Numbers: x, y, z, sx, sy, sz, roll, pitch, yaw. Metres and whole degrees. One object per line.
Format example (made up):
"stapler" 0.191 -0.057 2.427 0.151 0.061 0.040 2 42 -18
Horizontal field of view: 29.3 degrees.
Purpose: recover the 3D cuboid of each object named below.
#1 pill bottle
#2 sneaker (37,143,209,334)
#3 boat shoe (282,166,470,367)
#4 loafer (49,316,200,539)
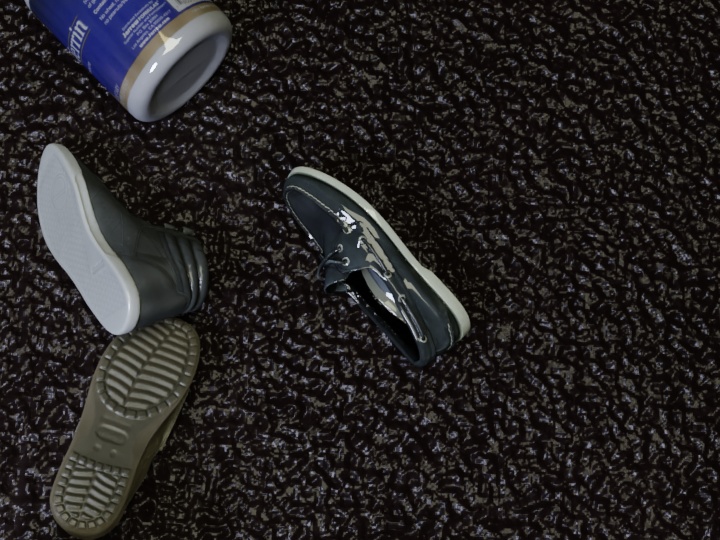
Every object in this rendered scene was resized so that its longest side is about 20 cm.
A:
"pill bottle" -0.212 -0.233 1.160 0.116 0.116 0.200 -43 81 -15
"sneaker" -0.194 -0.028 1.134 0.098 0.071 0.201 -4 46 -41
"boat shoe" -0.001 0.001 1.136 0.199 0.074 0.066 46 62 -2
"loafer" -0.189 0.123 1.087 0.075 0.068 0.202 27 57 -1
